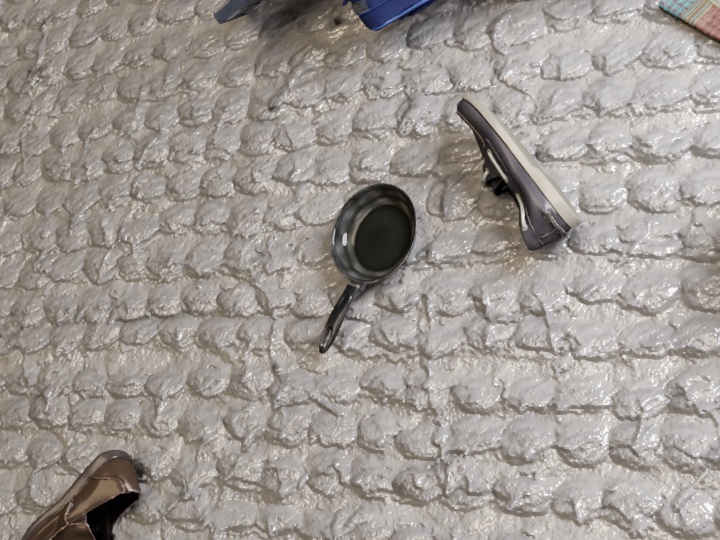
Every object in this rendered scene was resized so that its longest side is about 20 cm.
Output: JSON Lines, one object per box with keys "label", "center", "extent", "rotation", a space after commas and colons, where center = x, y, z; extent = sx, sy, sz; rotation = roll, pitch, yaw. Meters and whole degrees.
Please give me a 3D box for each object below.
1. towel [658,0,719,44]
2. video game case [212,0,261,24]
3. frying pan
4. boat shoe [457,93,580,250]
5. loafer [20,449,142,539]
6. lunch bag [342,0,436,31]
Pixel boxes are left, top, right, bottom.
{"label": "towel", "center": [0.404, -0.313, 1.292], "extent": [0.201, 0.022, 0.147], "rotation": [-53, 50, 6]}
{"label": "video game case", "center": [-0.089, -0.380, 1.615], "extent": [0.200, 0.143, 0.019], "rotation": [-40, 97, 16]}
{"label": "frying pan", "center": [0.014, -0.003, 1.435], "extent": [0.114, 0.031, 0.192], "rotation": [-7, 70, 34]}
{"label": "boat shoe", "center": [0.146, -0.103, 1.348], "extent": [0.063, 0.073, 0.201], "rotation": [-42, 57, 13]}
{"label": "loafer", "center": [-0.328, 0.302, 1.524], "extent": [0.201, 0.073, 0.071], "rotation": [-53, 51, 6]}
{"label": "lunch bag", "center": [0.054, -0.361, 1.481], "extent": [0.199, 0.133, 0.136], "rotation": [-28, 22, 26]}
